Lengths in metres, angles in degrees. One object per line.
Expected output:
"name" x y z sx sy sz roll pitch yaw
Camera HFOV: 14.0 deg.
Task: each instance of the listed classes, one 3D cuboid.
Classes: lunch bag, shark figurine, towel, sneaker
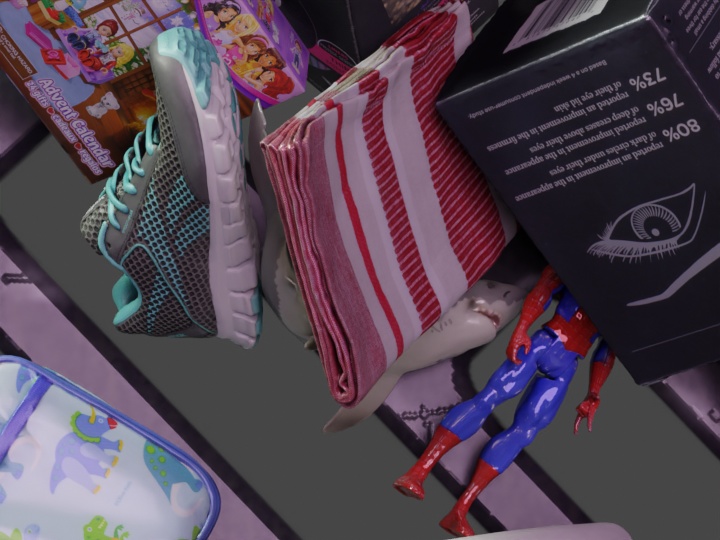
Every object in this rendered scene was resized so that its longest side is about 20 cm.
"lunch bag" -0.182 0.156 1.523 0.161 0.082 0.200 35 75 -1
"shark figurine" -0.020 0.002 1.572 0.128 0.214 0.090 -42 49 13
"towel" 0.023 -0.039 1.490 0.200 0.023 0.144 -43 125 -51
"sneaker" -0.103 -0.035 1.531 0.091 0.200 0.078 -5 38 1

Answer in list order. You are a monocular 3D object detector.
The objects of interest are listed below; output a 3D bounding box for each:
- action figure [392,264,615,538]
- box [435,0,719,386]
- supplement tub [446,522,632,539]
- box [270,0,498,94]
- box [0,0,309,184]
"action figure" 0.100 0.054 1.600 0.065 0.052 0.200 39 79 -18
"box" 0.162 -0.059 1.512 0.200 0.148 0.104 54 44 -19
"supplement tub" 0.084 0.238 1.527 0.145 0.145 0.200 -6 81 -12
"box" -0.009 -0.185 1.539 0.122 0.200 0.106 40 74 22
"box" -0.135 -0.148 1.519 0.137 0.039 0.200 -23 124 21
